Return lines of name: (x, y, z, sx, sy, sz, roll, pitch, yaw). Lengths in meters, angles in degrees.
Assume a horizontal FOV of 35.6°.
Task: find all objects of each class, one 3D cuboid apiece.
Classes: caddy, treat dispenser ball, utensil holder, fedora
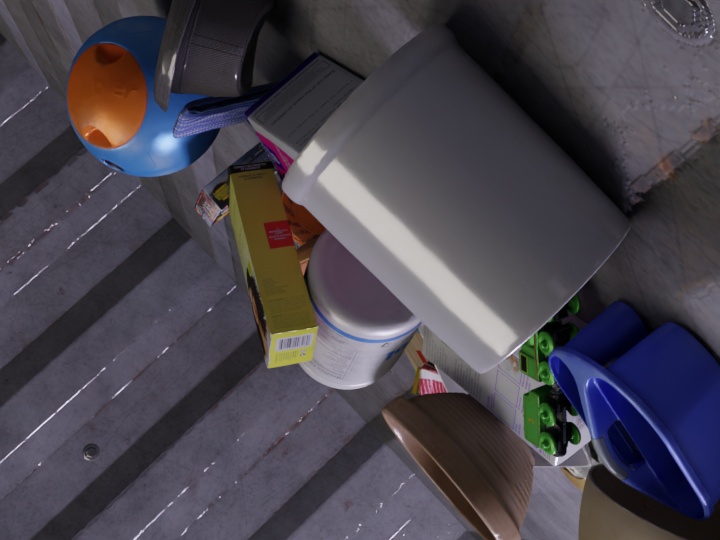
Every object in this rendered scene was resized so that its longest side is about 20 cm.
caddy: (0.237, 0.123, 0.934, 0.200, 0.105, 0.141, 53, 167, -27)
treat dispenser ball: (-0.270, -0.220, 1.421, 0.201, 0.201, 0.201, 45, 169, 11)
utensil holder: (0.071, -0.051, 0.816, 0.200, 0.170, 0.170, 44, 169, 2)
fedora: (-0.138, -0.232, 1.090, 0.090, 0.177, 0.200, 16, -169, -8)

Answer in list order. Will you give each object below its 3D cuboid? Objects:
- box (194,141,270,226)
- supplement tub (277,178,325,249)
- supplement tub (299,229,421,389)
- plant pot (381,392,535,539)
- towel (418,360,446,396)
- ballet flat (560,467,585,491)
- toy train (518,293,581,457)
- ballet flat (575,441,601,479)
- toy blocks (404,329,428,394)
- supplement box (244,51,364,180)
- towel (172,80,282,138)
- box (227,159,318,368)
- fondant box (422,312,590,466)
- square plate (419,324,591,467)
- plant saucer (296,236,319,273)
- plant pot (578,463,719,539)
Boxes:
box: (-0.150, -0.123, 1.470, 0.040, 0.137, 0.200, 51, 169, -5)
supplement tub: (-0.057, -0.060, 1.373, 0.123, 0.123, 0.200, 47, 169, 0)
supplement tub: (-0.001, 0.035, 1.160, 0.132, 0.132, 0.200, 45, 158, 10)
plant pot: (0.120, 0.197, 1.198, 0.201, 0.093, 0.201, 48, 170, 11)
towel: (0.135, 0.203, 1.382, 0.144, 0.023, 0.200, 25, 142, 23)
ballet flat: (0.238, 0.205, 1.296, 0.063, 0.069, 0.200, 28, 180, -31)
toy train: (0.167, 0.073, 0.999, 0.056, 0.042, 0.201, 29, 129, 55)
ballet flat: (0.252, 0.184, 1.212, 0.200, 0.072, 0.072, 38, 166, 38)
toy blocks: (0.083, 0.075, 1.437, 0.137, 0.100, 0.200, 59, 169, -1)
supplement box: (-0.003, -0.108, 1.058, 0.200, 0.103, 0.101, 36, 163, 40)
towel: (-0.130, -0.173, 1.226, 0.200, 0.144, 0.024, 176, 80, -78)
box: (-0.091, -0.009, 1.117, 0.075, 0.050, 0.200, 101, 156, -56)
fondant box: (0.150, 0.078, 1.123, 0.200, 0.058, 0.145, 39, 144, 34)
square plate: (0.158, 0.124, 1.232, 0.200, 0.028, 0.199, -19, 97, 60)
plant saucer: (0.000, 0.000, 1.293, 0.200, 0.199, 0.038, 74, -171, -67)
plant pot: (0.279, 0.277, 1.006, 0.200, 0.135, 0.200, 18, -172, -3)
